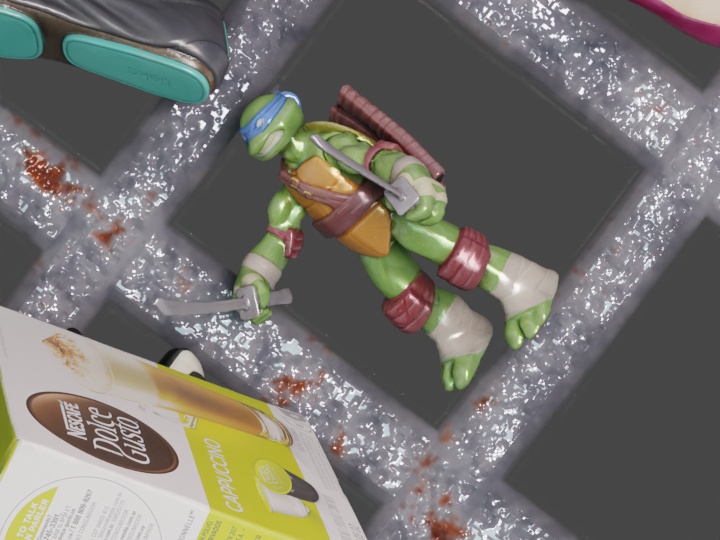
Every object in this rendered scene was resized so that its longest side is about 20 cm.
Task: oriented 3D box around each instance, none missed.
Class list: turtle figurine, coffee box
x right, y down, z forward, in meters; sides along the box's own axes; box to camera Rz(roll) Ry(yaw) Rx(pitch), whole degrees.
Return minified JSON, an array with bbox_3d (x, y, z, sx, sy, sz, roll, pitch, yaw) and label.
[{"bbox_3d":[0.000,0.000,1.319,0.194,0.200,0.144,35,104,-15],"label":"turtle figurine"},{"bbox_3d":[-0.136,0.165,1.234,0.198,0.200,0.200,22,102,-19],"label":"coffee box"}]

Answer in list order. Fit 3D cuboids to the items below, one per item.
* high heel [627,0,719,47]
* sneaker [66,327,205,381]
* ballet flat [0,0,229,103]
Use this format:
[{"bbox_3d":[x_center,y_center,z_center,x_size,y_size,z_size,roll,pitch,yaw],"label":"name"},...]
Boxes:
[{"bbox_3d":[0.192,-0.172,1.361,0.200,0.096,0.067,22,90,-7],"label":"high heel"},{"bbox_3d":[-0.183,0.076,1.353,0.200,0.076,0.088,2,87,-16],"label":"sneaker"},{"bbox_3d":[-0.168,-0.147,1.345,0.200,0.073,0.073,14,91,0],"label":"ballet flat"}]
